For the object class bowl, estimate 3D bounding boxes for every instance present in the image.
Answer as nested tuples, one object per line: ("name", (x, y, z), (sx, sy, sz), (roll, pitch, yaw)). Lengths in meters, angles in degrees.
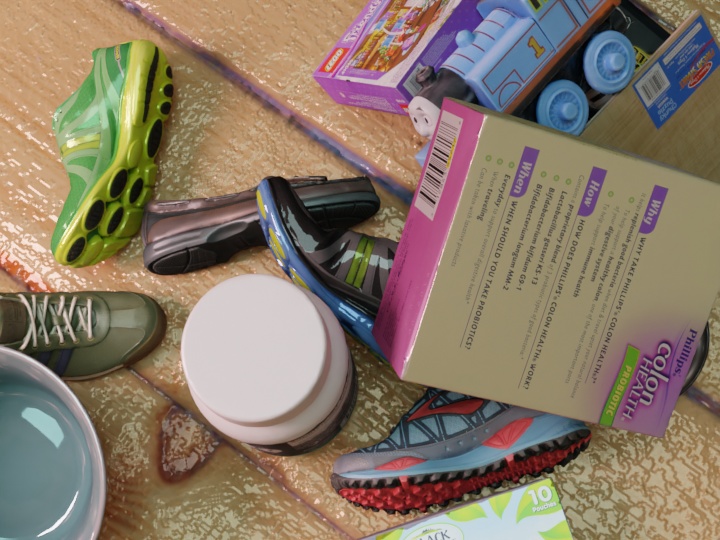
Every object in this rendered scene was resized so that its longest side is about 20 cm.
("bowl", (-0.273, 0.153, 0.794), (0.198, 0.105, 0.203), (0, 88, 2))

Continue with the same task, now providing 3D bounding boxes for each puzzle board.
("puzzle board", (0.231, -0.080, 0.836), (0.200, 0.017, 0.151), (-46, 118, -9))

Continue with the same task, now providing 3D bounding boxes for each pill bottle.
("pill bottle", (-0.062, 0.071, 0.763), (0.112, 0.200, 0.114), (-1, 76, 3))

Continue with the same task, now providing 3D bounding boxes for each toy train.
("toy train", (0.116, -0.144, 0.791), (0.200, 0.087, 0.114), (-47, 112, -11))

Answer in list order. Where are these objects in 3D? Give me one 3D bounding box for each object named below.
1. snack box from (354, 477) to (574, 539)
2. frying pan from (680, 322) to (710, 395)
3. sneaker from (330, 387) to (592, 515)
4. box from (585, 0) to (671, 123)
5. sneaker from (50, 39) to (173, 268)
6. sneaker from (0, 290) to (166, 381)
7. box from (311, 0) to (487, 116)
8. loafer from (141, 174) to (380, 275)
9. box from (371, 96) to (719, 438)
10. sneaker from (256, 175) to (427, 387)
("snack box", (0.069, 0.252, 0.788), (0.198, 0.053, 0.144), (-18, 75, -1))
("frying pan", (0.183, 0.035, 0.819), (0.189, 0.031, 0.115), (34, 103, -4))
("sneaker", (0.070, 0.124, 0.820), (0.198, 0.080, 0.096), (-14, 57, -3))
("box", (0.172, -0.159, 0.885), (0.200, 0.046, 0.159), (44, 82, 11))
("sneaker", (-0.216, -0.096, 0.887), (0.083, 0.074, 0.202), (8, 74, 24))
("sneaker", (-0.259, 0.050, 0.836), (0.198, 0.090, 0.068), (-8, 75, 1))
("box", (0.061, -0.217, 0.866), (0.039, 0.137, 0.201), (43, 80, -32))
("loafer", (-0.085, -0.053, 0.864), (0.198, 0.072, 0.064), (-15, 70, 2))
("box", (0.132, -0.002, 0.725), (0.198, 0.097, 0.178), (14, 102, -15))
("sneaker", (0.000, 0.000, 0.803), (0.199, 0.071, 0.083), (42, 80, -1))
